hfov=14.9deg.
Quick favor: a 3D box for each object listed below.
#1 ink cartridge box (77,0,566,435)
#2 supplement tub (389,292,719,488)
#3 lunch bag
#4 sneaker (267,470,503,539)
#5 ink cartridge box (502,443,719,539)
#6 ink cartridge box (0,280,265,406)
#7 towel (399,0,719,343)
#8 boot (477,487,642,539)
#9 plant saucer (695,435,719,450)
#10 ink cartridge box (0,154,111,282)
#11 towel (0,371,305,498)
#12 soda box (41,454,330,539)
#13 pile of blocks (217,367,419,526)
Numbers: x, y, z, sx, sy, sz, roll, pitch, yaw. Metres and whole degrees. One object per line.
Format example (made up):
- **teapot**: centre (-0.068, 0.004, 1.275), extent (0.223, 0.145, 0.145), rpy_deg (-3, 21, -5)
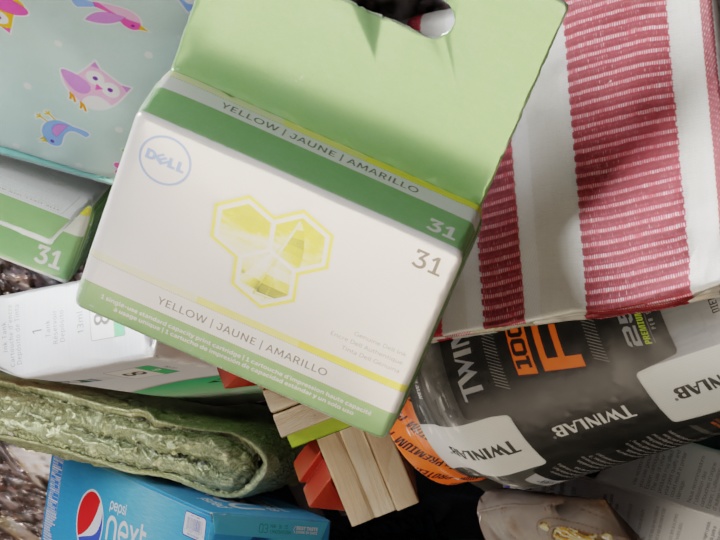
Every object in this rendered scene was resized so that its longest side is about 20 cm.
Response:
- **ink cartridge box**: centre (-0.019, -0.044, 1.117), extent (0.145, 0.048, 0.200), rpy_deg (24, 125, 2)
- **supplement tub**: centre (0.110, 0.025, 1.227), extent (0.200, 0.123, 0.123), rpy_deg (-21, 128, 32)
- **lunch bag**: centre (-0.124, -0.111, 1.210), extent (0.200, 0.077, 0.161), rpy_deg (18, 141, 4)
- **sneaker**: centre (-0.012, 0.141, 1.481), extent (0.199, 0.085, 0.075), rpy_deg (3, 141, 21)
- **ink cartridge box**: centre (0.169, 0.144, 1.388), extent (0.200, 0.043, 0.196), rpy_deg (18, 155, 9)
- **ink cartridge box**: centre (-0.135, 0.043, 1.337), extent (0.200, 0.050, 0.161), rpy_deg (-12, 167, 29)
- **towel**: centre (0.071, -0.047, 1.172), extent (0.200, 0.144, 0.023), rpy_deg (-10, 170, 34)
- **boot**: centre (0.136, 0.167, 1.314), extent (0.186, 0.064, 0.200), rpy_deg (22, 161, 6)
- **plant saucer**: centre (0.201, 0.067, 1.326), extent (0.200, 0.039, 0.201), rpy_deg (13, 144, 9)
- **ink cartridge box**: centre (-0.193, -0.039, 1.257), extent (0.145, 0.200, 0.048), rpy_deg (20, 105, 0)
- **towel**: centre (-0.108, 0.081, 1.411), extent (0.200, 0.037, 0.148), rpy_deg (9, -177, 24)
- **soda box**: centre (-0.092, 0.135, 1.392), extent (0.068, 0.064, 0.200), rpy_deg (6, -176, -29)
- **pile of blocks**: centre (-0.034, 0.038, 1.265), extent (0.062, 0.082, 0.200), rpy_deg (-21, 126, 3)
